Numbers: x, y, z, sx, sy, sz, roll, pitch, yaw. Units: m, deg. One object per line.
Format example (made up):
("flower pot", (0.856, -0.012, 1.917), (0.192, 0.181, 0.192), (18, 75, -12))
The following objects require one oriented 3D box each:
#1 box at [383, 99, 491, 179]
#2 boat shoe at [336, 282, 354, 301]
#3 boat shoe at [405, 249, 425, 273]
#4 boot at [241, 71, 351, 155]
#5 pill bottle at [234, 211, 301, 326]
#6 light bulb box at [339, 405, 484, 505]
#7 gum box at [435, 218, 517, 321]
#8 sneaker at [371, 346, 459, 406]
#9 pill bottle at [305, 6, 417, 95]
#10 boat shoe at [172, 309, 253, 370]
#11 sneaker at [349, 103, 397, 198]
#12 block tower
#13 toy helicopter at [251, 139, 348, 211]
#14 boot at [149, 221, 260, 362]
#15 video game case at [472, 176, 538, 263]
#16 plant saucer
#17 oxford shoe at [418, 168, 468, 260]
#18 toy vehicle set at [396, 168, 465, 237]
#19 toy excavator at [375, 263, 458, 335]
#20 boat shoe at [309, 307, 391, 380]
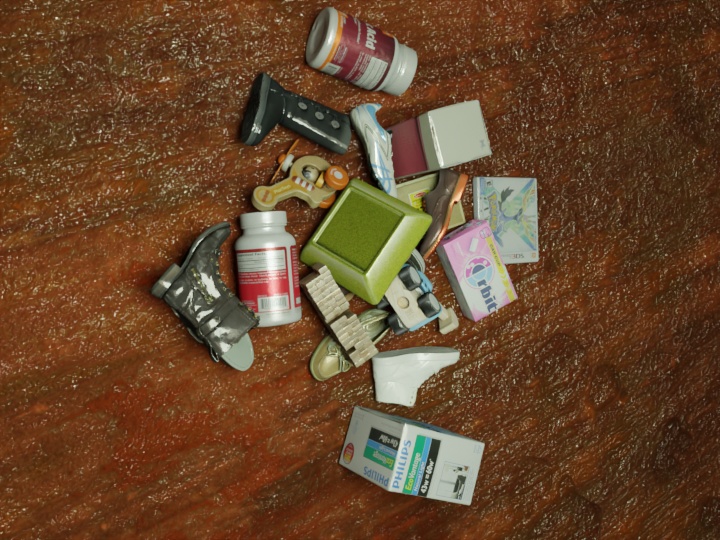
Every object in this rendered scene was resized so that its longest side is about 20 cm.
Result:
("box", (0.142, -0.256, 1.252), (0.127, 0.200, 0.110), (-20, 99, -26))
("boat shoe", (0.000, 0.000, 1.211), (0.199, 0.070, 0.071), (-33, 102, 11))
("boat shoe", (0.048, -0.034, 1.271), (0.199, 0.071, 0.064), (33, 35, -18))
("boot", (-0.113, -0.263, 1.171), (0.199, 0.066, 0.166), (25, 57, -28))
("pill bottle", (-0.169, -0.004, 1.139), (0.112, 0.112, 0.202), (-6, 93, -28))
("light bulb box", (0.098, 0.363, 1.242), (0.199, 0.198, 0.126), (21, 79, -28))
("gum box", (0.250, -0.005, 1.377), (0.113, 0.066, 0.201), (-27, 104, -10))
("sneaker", (0.118, 0.226, 1.326), (0.198, 0.074, 0.117), (-4, 95, -18))
("pill bottle", (0.004, -0.421, 1.224), (0.199, 0.114, 0.115), (13, 85, -28))
("boat shoe", (-0.267, 0.098, 1.121), (0.201, 0.060, 0.076), (59, 42, -14))
("sneaker", (0.041, -0.233, 1.241), (0.072, 0.072, 0.201), (-20, 100, -2))
("block tower", (-0.044, 0.084, 1.178), (0.058, 0.054, 0.201), (-33, 107, -14))
("toy helicopter", (-0.128, -0.168, 1.172), (0.200, 0.079, 0.133), (-31, 80, -41))
("boot", (-0.238, 0.034, 1.064), (0.174, 0.069, 0.200), (42, 61, -9))
("video game case", (0.341, -0.116, 1.463), (0.181, 0.022, 0.202), (-4, 92, -28))
("plant saucer", (0.001, -0.069, 1.177), (0.200, 0.199, 0.048), (-56, 153, -8))
("oxford shoe", (0.157, -0.119, 1.320), (0.072, 0.071, 0.201), (23, 82, 2))
("toy vehicle set", (0.129, -0.134, 1.345), (0.199, 0.026, 0.125), (-20, 100, -27))
("toy excavator", (0.128, 0.065, 1.287), (0.195, 0.100, 0.200), (55, 24, -4))
("boat shoe", (-0.014, 0.147, 1.253), (0.200, 0.063, 0.074), (-35, 106, -24))
